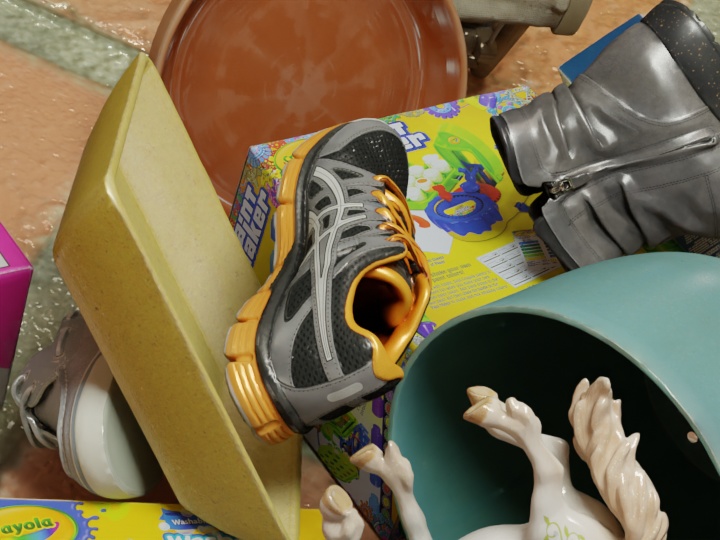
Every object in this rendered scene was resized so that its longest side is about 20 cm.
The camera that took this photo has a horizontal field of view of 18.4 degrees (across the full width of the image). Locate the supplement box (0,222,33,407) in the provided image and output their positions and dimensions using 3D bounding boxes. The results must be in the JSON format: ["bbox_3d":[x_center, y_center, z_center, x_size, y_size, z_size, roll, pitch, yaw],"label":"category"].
[{"bbox_3d":[-0.275,0.023,1.091,0.199,0.102,0.103,-12,48,-34],"label":"supplement box"}]

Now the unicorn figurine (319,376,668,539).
[{"bbox_3d":[0.049,0.131,0.978,0.138,0.200,0.074,56,42,-9],"label":"unicorn figurine"}]

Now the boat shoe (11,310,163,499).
[{"bbox_3d":[-0.134,0.064,1.102,0.071,0.070,0.201,-10,16,5],"label":"boat shoe"}]

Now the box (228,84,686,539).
[{"bbox_3d":[0.056,0.016,1.220,0.199,0.122,0.193,-15,51,-34],"label":"box"}]

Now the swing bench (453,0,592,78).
[{"bbox_3d":[0.028,-0.202,1.376,0.198,0.200,0.131,2,86,-19],"label":"swing bench"}]

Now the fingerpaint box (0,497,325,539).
[{"bbox_3d":[-0.089,0.188,1.001,0.199,0.074,0.167,5,42,-18],"label":"fingerpaint box"}]

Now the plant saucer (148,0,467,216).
[{"bbox_3d":[-0.032,-0.104,1.276,0.199,0.201,0.032,-4,19,-26],"label":"plant saucer"}]

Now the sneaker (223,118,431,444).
[{"bbox_3d":[0.000,0.000,1.054,0.077,0.078,0.201,-15,39,28],"label":"sneaker"}]

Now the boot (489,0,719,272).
[{"bbox_3d":[0.163,-0.027,1.152,0.131,0.070,0.200,-37,92,-3],"label":"boot"}]

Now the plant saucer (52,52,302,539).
[{"bbox_3d":[-0.089,0.017,1.064,0.048,0.201,0.200,-21,21,8],"label":"plant saucer"}]

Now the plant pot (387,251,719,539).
[{"bbox_3d":[0.138,0.083,1.044,0.200,0.201,0.161,40,42,22],"label":"plant pot"}]

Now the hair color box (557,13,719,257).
[{"bbox_3d":[0.182,-0.047,1.288,0.060,0.200,0.100,-33,56,-4],"label":"hair color box"}]
